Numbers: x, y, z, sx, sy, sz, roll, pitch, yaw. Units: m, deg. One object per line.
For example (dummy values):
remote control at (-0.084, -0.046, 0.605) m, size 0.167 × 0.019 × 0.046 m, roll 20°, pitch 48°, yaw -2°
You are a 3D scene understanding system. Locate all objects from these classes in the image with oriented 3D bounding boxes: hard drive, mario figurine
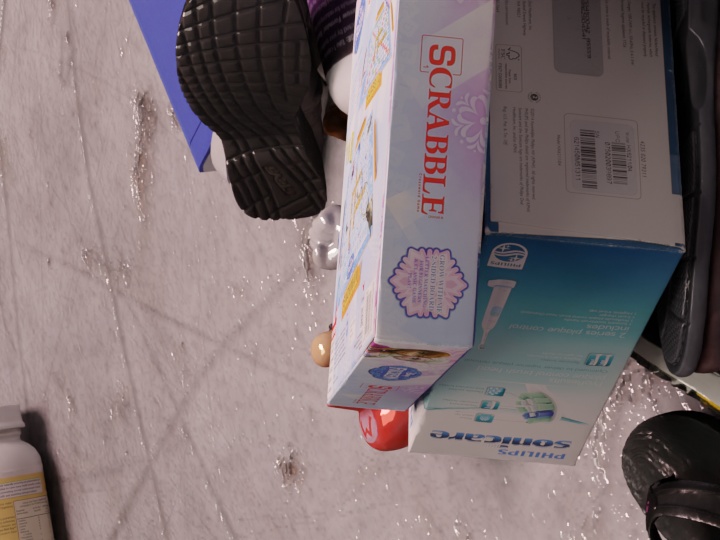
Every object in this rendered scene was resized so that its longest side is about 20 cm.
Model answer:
hard drive at (-0.111, -0.184, 1.414) m, size 0.132 × 0.025 × 0.200 m, roll -56°, pitch 50°, yaw 49°
mario figurine at (0.000, 0.000, 1.178) m, size 0.106 × 0.123 × 0.200 m, roll -10°, pitch 80°, yaw 25°

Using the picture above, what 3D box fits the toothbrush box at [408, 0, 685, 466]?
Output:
toothbrush box at (0.077, -0.021, 0.957) m, size 0.200 × 0.085 × 0.146 m, roll 106°, pitch 168°, yaw -57°

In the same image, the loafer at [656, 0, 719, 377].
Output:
loafer at (0.161, -0.054, 0.907) m, size 0.072 × 0.063 × 0.200 m, roll 123°, pitch 149°, yaw -77°

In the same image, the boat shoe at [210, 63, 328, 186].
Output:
boat shoe at (-0.047, -0.122, 1.278) m, size 0.066 × 0.072 × 0.200 m, roll 45°, pitch 134°, yaw 40°

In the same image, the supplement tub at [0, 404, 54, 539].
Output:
supplement tub at (-0.322, 0.217, 1.739) m, size 0.145 × 0.145 × 0.200 m, roll -16°, pitch 82°, yaw 59°

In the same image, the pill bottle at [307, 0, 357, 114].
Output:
pill bottle at (0.028, -0.143, 1.105) m, size 0.111 × 0.111 × 0.200 m, roll -28°, pitch 72°, yaw 58°

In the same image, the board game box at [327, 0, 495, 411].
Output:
board game box at (0.021, -0.051, 0.910) m, size 0.200 × 0.041 × 0.200 m, roll 122°, pitch 152°, yaw -78°

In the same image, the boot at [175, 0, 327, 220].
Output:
boot at (-0.056, -0.131, 1.136) m, size 0.200 × 0.070 × 0.132 m, roll 86°, pitch -177°, yaw -56°

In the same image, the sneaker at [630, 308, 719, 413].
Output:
sneaker at (0.186, 0.027, 0.938) m, size 0.090 × 0.070 × 0.200 m, roll -61°, pitch 33°, yaw 8°

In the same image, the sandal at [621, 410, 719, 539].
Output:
sandal at (0.176, 0.131, 0.977) m, size 0.200 × 0.048 × 0.075 m, roll 46°, pitch 134°, yaw 44°
